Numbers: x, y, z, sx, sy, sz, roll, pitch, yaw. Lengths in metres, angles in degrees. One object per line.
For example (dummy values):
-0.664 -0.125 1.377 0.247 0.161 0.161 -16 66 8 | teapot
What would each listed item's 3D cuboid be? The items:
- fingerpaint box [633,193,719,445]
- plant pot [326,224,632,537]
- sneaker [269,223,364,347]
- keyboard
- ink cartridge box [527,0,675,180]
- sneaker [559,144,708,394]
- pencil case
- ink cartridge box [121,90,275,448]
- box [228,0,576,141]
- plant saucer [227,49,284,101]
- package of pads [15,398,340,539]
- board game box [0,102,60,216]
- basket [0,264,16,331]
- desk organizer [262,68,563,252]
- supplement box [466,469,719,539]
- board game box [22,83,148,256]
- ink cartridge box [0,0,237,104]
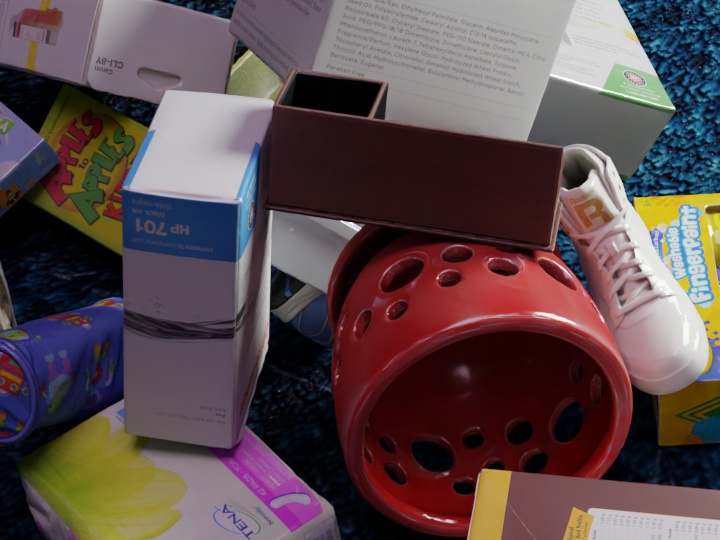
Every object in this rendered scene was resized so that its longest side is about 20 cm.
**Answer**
0.294 0.030 1.414 0.166 0.074 0.201 -3 43 4 | fingerpaint box
0.072 0.054 1.325 0.199 0.201 0.183 -10 41 -4 | plant pot
0.015 -0.025 1.458 0.200 0.077 0.076 -42 27 2 | sneaker
0.000 0.000 1.416 0.199 0.056 0.011 28 13 -19 | keyboard
0.159 -0.181 1.604 0.145 0.088 0.201 11 40 -25 | ink cartridge box
0.177 -0.007 1.348 0.073 0.116 0.200 -31 38 10 | sneaker
-0.219 0.074 1.365 0.078 0.087 0.200 12 11 21 | pencil case
-0.110 -0.002 1.312 0.085 0.201 0.147 7 32 3 | ink cartridge box
0.028 -0.200 1.482 0.199 0.131 0.199 11 17 -25 | box
-0.048 -0.108 1.614 0.199 0.048 0.200 21 50 25 | plant saucer
-0.130 0.170 1.318 0.154 0.068 0.200 -31 48 -25 | package of pads
-0.366 -0.066 1.571 0.200 0.037 0.151 -45 53 -10 | board game box
-0.356 0.059 1.415 0.199 0.136 0.124 -16 48 -9 | basket
0.039 -0.076 1.279 0.199 0.077 0.072 9 30 7 | desk organizer
0.159 0.246 1.160 0.199 0.133 0.198 4 45 10 | supplement box
-0.185 -0.066 1.549 0.200 0.048 0.102 29 93 31 | board game box
-0.218 -0.196 1.613 0.145 0.084 0.200 8 7 -40 | ink cartridge box
